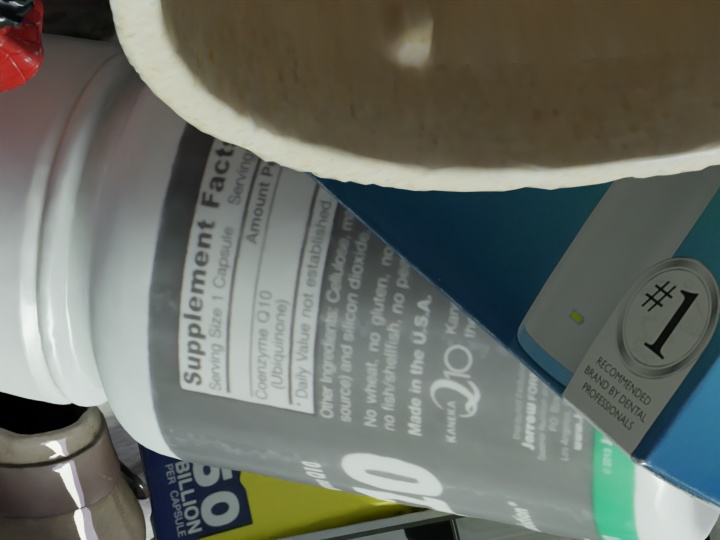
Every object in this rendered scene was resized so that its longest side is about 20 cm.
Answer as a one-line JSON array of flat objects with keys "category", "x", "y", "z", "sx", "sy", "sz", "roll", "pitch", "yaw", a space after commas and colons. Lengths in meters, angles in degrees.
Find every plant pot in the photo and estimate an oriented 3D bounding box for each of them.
[{"category": "plant pot", "x": 0.043, "y": -0.138, "z": 0.452, "sx": 0.200, "sy": 0.184, "sz": 0.201, "roll": -12, "pitch": 159, "yaw": -5}]

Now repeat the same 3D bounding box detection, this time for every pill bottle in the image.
[{"category": "pill bottle", "x": 0.000, "y": 0.000, "z": 0.768, "sx": 0.199, "sy": 0.113, "sz": 0.113, "roll": 10, "pitch": 164, "yaw": 16}]

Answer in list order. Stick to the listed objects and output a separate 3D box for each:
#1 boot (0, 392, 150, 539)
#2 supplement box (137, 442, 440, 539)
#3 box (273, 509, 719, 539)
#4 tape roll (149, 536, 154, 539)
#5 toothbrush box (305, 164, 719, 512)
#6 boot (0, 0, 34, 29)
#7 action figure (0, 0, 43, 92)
[{"category": "boot", "x": -0.154, "y": 0.056, "z": 0.949, "sx": 0.200, "sy": 0.070, "sz": 0.146, "roll": 22, "pitch": 137, "yaw": 17}, {"category": "supplement box", "x": 0.031, "y": 0.034, "z": 0.978, "sx": 0.199, "sy": 0.109, "sz": 0.110, "roll": -17, "pitch": 159, "yaw": 8}, {"category": "box", "x": 0.043, "y": 0.117, "z": 0.958, "sx": 0.199, "sy": 0.060, "sz": 0.117, "roll": -11, "pitch": 159, "yaw": -8}, {"category": "tape roll", "x": 0.000, "y": 0.127, "z": 1.122, "sx": 0.200, "sy": 0.066, "sz": 0.200, "roll": -16, "pitch": -169, "yaw": 3}, {"category": "toothbrush box", "x": 0.097, "y": -0.062, "z": 0.590, "sx": 0.085, "sy": 0.146, "sz": 0.200, "roll": 30, "pitch": 98, "yaw": -39}, {"category": "boot", "x": -0.148, "y": -0.084, "z": 0.521, "sx": 0.198, "sy": 0.073, "sz": 0.163, "roll": -30, "pitch": 113, "yaw": 28}, {"category": "action figure", "x": -0.148, "y": -0.052, "z": 0.690, "sx": 0.200, "sy": 0.065, "sz": 0.099, "roll": -33, "pitch": 149, "yaw": -13}]
